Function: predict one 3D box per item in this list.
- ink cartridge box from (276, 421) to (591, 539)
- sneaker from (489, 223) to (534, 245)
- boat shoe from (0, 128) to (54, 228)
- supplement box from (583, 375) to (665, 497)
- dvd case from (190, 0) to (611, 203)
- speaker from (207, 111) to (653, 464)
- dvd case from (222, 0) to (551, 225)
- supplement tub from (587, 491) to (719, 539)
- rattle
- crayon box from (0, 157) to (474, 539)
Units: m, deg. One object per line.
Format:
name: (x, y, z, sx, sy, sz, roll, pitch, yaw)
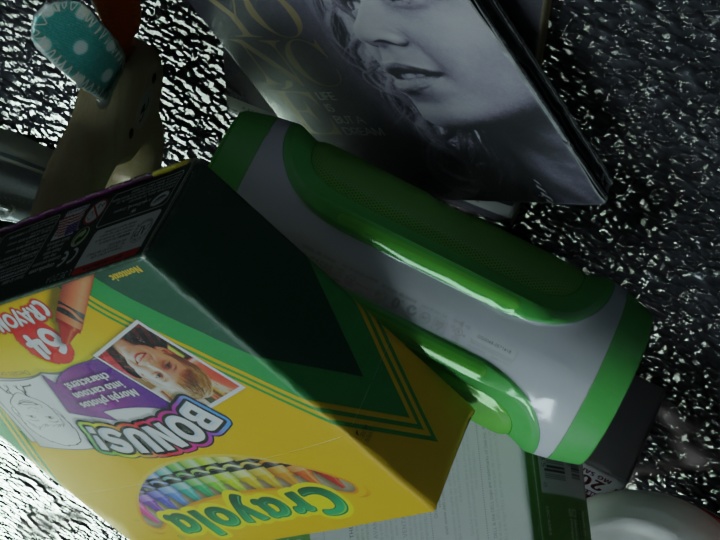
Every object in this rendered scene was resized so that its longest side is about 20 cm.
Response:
ink cartridge box: (0.008, 0.111, 1.095, 0.199, 0.105, 0.059, -15, 162, 31)
sneaker: (0.000, 0.000, 1.114, 0.090, 0.070, 0.199, 39, 155, -26)
boat shoe: (-0.143, -0.011, 1.230, 0.200, 0.072, 0.070, 21, 152, 11)
supplement box: (0.080, 0.101, 1.232, 0.108, 0.061, 0.200, 26, 154, 3)
dvd case: (0.001, -0.096, 0.955, 0.148, 0.016, 0.200, 4, 145, 39)
speaker: (0.022, 0.007, 0.993, 0.199, 0.089, 0.089, 26, 154, 0)
dvd case: (0.007, -0.100, 0.996, 0.148, 0.016, 0.200, 22, 153, 11)
supplement tub: (0.163, 0.190, 1.146, 0.139, 0.141, 0.200, 11, 174, 30)
rattle: (-0.084, -0.040, 1.062, 0.142, 0.130, 0.201, 29, 120, 22)
crayon box: (-0.081, 0.046, 0.987, 0.172, 0.059, 0.199, 43, 144, -25)
